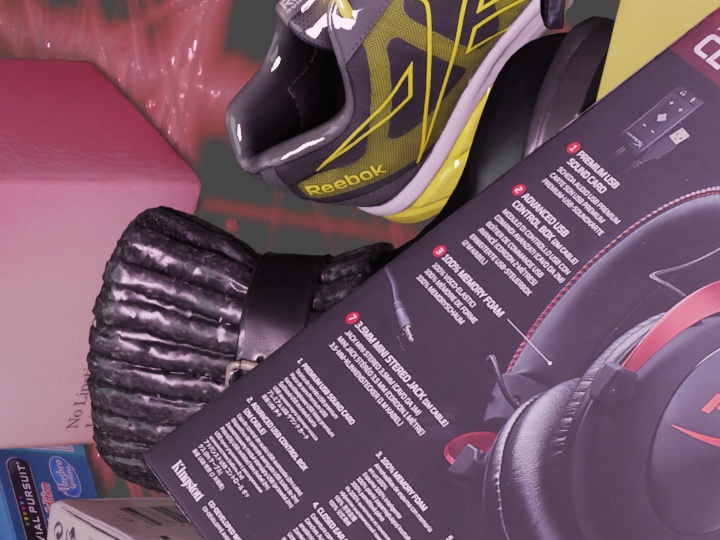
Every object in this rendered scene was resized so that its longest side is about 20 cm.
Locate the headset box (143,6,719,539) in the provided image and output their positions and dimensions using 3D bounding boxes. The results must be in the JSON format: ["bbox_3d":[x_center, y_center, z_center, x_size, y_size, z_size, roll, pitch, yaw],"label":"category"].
[{"bbox_3d":[0.075,0.042,0.558,0.200,0.075,0.149,-38,48,-6],"label":"headset box"}]

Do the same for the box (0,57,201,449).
[{"bbox_3d":[-0.183,-0.007,0.972,0.109,0.199,0.128,45,126,43],"label":"box"}]

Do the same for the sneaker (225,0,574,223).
[{"bbox_3d":[0.020,-0.097,0.793,0.074,0.084,0.201,48,127,40],"label":"sneaker"}]

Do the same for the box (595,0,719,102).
[{"bbox_3d":[0.101,-0.022,0.698,0.050,0.075,0.201,34,117,47],"label":"box"}]

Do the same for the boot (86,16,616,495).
[{"bbox_3d":[-0.001,0.001,0.783,0.157,0.079,0.212,25,114,23],"label":"boot"}]

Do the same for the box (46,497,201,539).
[{"bbox_3d":[-0.073,0.184,0.882,0.068,0.082,0.201,17,101,54],"label":"box"}]

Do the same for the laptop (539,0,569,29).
[{"bbox_3d":[0.121,-0.187,0.631,0.201,0.115,0.188,92,-170,-45],"label":"laptop"}]

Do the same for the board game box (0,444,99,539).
[{"bbox_3d":[-0.163,0.169,1.061,0.200,0.047,0.151,-60,37,34],"label":"board game box"}]
